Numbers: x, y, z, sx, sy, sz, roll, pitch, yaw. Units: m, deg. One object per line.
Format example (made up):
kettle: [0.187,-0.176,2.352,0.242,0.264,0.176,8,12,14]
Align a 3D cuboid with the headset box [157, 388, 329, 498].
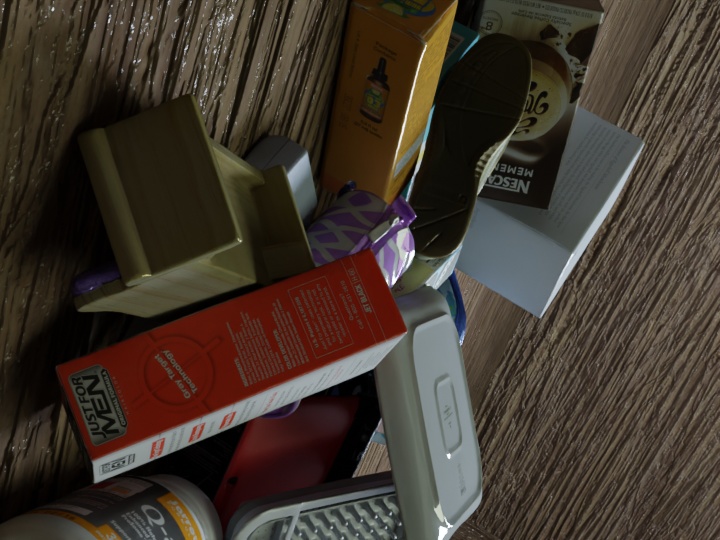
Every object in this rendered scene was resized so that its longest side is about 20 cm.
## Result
headset box: [-0.096,0.139,1.081,0.201,0.077,0.149,-60,167,6]

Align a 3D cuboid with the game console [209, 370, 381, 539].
game console: [-0.071,0.160,1.018,0.173,0.118,0.201,-103,-145,-64]

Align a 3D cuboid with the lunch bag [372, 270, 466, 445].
lunch bag: [0.043,0.086,1.356,0.161,0.082,0.201,-103,-147,-58]

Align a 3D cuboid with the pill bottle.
pill bottle: [-0.172,0.204,0.830,0.117,0.116,0.200,-62,167,9]

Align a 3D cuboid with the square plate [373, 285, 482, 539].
square plate: [0.058,0.115,0.958,0.200,0.028,0.200,-12,91,-72]

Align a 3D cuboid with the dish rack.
dish rack: [-0.037,0.233,0.987,0.198,0.044,0.173,-4,123,-34]

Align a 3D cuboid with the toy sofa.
toy sofa: [-0.098,-0.025,0.699,0.097,0.084,0.200,-20,171,8]

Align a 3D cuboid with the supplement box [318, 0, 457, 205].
supplement box: [0.020,-0.135,0.955,0.069,0.066,0.201,-52,165,-34]

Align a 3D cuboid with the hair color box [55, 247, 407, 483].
hair color box: [-0.080,0.059,0.744,0.198,0.062,0.102,-22,169,-18]

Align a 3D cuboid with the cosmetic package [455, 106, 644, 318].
cosmetic package: [0.169,-0.093,1.331,0.200,0.199,0.123,-50,164,-36]

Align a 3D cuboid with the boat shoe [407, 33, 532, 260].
boat shoe: [0.087,-0.105,1.042,0.063,0.072,0.203,145,-36,-83]

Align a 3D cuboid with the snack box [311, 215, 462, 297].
snack box: [0.000,0.000,1.058,0.200,0.115,0.037,-41,156,-56]

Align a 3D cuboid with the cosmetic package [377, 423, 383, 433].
cosmetic package: [0.020,0.062,1.188,0.200,0.073,0.102,-98,-151,-65]

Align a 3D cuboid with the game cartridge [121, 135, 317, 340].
game cartridge: [-0.099,0.004,0.869,0.201,0.041,0.133,-57,163,-16]

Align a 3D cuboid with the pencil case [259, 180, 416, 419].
pencil case: [-0.029,0.020,0.902,0.085,0.084,0.200,-23,-158,46]

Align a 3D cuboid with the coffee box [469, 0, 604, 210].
coffee box: [0.149,-0.172,1.169,0.080,0.112,0.202,-85,-175,-61]

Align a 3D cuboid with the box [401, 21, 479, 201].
box: [0.050,-0.131,1.121,0.082,0.049,0.201,-51,164,-36]
